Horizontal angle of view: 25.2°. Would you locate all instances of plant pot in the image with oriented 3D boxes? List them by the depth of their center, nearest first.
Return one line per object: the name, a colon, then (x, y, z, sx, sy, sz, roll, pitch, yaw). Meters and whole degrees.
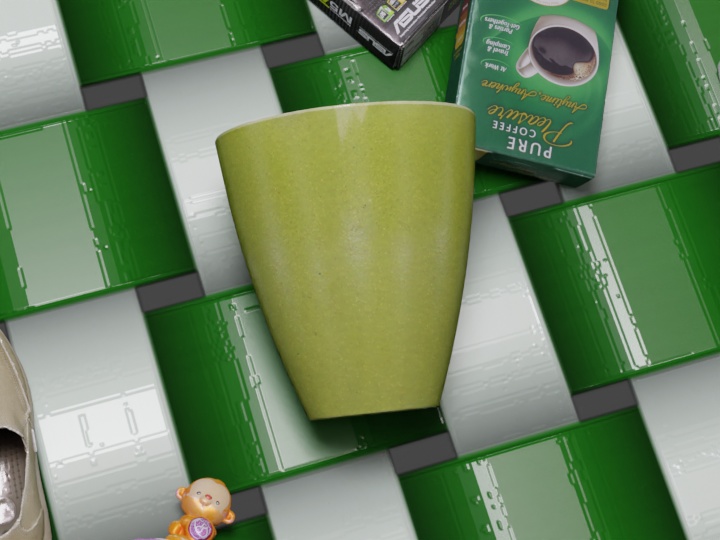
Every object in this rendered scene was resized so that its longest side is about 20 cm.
plant pot: (0.000, 0.000, 1.131, 0.185, 0.187, 0.202, -5, 85, -9)

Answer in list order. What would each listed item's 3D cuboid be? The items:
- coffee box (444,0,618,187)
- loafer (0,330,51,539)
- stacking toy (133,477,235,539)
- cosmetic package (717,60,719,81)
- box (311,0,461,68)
coffee box: (0.132, -0.174, 1.242, 0.122, 0.044, 0.202, 11, 78, -14)
loafer: (-0.256, 0.109, 1.101, 0.075, 0.068, 0.201, -18, 73, -13)
stacking toy: (-0.136, 0.222, 1.069, 0.115, 0.110, 0.201, 25, 58, 5)
cosmetic package: (0.387, -0.131, 1.198, 0.163, 0.200, 0.166, -5, 70, -9)
box: (0.020, -0.293, 1.295, 0.193, 0.048, 0.200, 39, 71, 9)
